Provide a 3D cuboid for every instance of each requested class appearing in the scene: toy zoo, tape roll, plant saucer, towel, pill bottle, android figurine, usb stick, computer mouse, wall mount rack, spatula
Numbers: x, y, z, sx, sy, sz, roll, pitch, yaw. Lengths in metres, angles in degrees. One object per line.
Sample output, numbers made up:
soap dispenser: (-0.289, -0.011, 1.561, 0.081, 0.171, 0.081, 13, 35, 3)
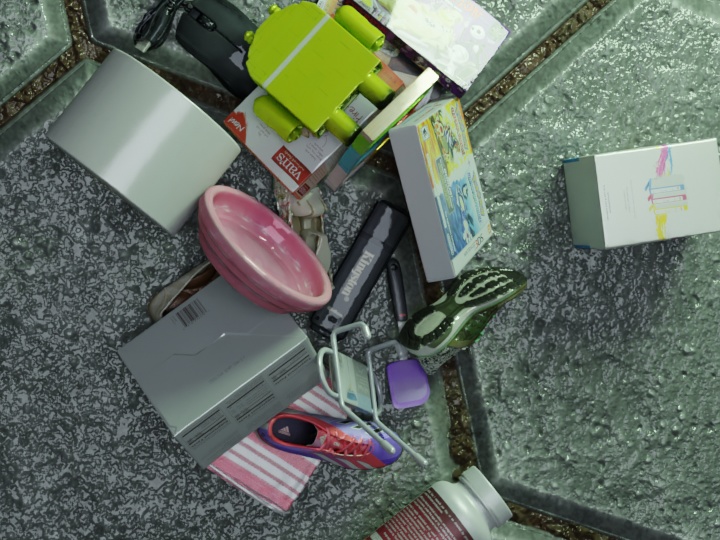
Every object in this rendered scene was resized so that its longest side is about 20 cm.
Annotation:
toy zoo: (0.021, -0.171, 1.701, 0.020, 0.200, 0.131, 45, 66, 0)
tape roll: (-0.267, -0.156, 1.646, 0.203, 0.203, 0.139, 39, 85, -9)
plant saucer: (-0.124, -0.018, 1.631, 0.200, 0.201, 0.051, 42, 108, -9)
towel: (-0.108, 0.204, 1.775, 0.146, 0.030, 0.200, 34, 83, -10)
pill bottle: (0.098, 0.353, 1.769, 0.200, 0.113, 0.113, -38, 97, -6)
android figurine: (-0.058, -0.250, 1.662, 0.200, 0.041, 0.182, 40, 88, 13)
usb stick: (0.000, 0.000, 1.782, 0.055, 0.033, 0.200, 30, 87, -10)
computer mouse: (-0.182, -0.294, 1.731, 0.200, 0.053, 0.139, 36, 85, -9)
wall mount rack: (0.019, 0.163, 1.698, 0.074, 0.200, 0.174, -16, 69, 20)
spatula: (0.057, 0.083, 1.800, 0.056, 0.021, 0.201, -7, 92, -16)

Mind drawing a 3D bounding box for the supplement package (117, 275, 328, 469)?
supplement package: (-0.172, 0.117, 1.682, 0.200, 0.111, 0.156, -36, 57, -7)

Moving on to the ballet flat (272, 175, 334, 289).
ballet flat: (-0.066, -0.055, 1.748, 0.075, 0.064, 0.201, -12, 94, -38)

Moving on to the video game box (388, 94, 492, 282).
video game box: (0.106, -0.108, 1.713, 0.047, 0.182, 0.201, -10, 105, 22)

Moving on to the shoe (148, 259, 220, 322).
shoe: (-0.182, 0.015, 1.739, 0.200, 0.053, 0.070, -32, 98, -10)

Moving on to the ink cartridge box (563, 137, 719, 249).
ink cartridge box: (0.392, -0.104, 1.798, 0.199, 0.129, 0.126, -9, 93, -10)

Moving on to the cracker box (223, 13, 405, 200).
cracker box: (-0.057, -0.208, 1.706, 0.200, 0.058, 0.134, -45, 79, 0)

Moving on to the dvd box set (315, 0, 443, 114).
dvd box set: (0.023, -0.294, 1.778, 0.199, 0.029, 0.147, 23, 88, -10)

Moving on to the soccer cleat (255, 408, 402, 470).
soccer cleat: (-0.038, 0.220, 1.736, 0.199, 0.073, 0.068, 14, 86, -11)

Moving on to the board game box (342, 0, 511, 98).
board game box: (0.088, -0.332, 1.756, 0.200, 0.032, 0.120, 38, 62, -4)

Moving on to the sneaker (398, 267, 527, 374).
sneaker: (0.142, 0.068, 1.803, 0.200, 0.077, 0.089, -32, 133, -15)
